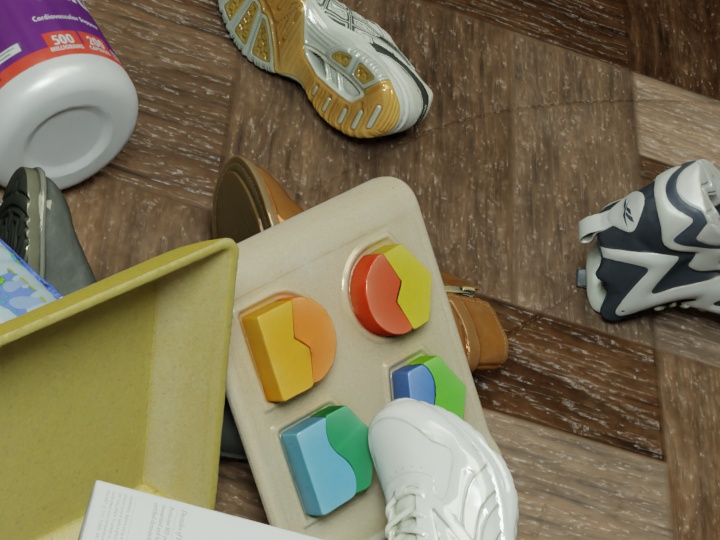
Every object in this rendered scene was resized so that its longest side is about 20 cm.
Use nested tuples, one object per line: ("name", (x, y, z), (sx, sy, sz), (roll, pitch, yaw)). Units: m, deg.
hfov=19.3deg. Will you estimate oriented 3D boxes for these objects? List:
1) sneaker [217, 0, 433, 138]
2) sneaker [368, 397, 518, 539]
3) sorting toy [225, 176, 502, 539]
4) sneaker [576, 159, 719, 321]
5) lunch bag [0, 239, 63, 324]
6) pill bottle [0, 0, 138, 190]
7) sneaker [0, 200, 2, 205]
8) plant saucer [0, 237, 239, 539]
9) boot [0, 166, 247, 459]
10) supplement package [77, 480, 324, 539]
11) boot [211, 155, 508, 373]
("sneaker", (-0.027, -0.170, 1.591), (0.200, 0.076, 0.088), (49, 29, 20))
("sneaker", (0.045, 0.166, 1.215), (0.099, 0.078, 0.201), (-9, 65, -41))
("sorting toy", (-0.002, 0.061, 1.283), (0.185, 0.036, 0.201), (-27, 100, -39))
("sneaker", (0.227, 0.001, 1.532), (0.199, 0.129, 0.080), (36, 45, -50))
("lunch bag", (-0.277, 0.035, 1.154), (0.200, 0.128, 0.170), (-38, 69, -23))
("pill bottle", (-0.235, -0.154, 1.412), (0.112, 0.113, 0.200), (-9, 51, -35))
("sneaker", (-0.275, -0.032, 1.287), (0.199, 0.080, 0.074), (17, 42, -9))
("plant saucer", (-0.157, 0.089, 1.144), (0.048, 0.201, 0.200), (27, 35, 32))
("boot", (-0.116, 0.029, 1.266), (0.199, 0.073, 0.183), (-2, 91, -24))
("supplement package", (-0.061, 0.211, 1.083), (0.199, 0.122, 0.120), (15, 38, -6))
("boot", (0.000, 0.000, 1.407), (0.155, 0.077, 0.200), (-5, 43, -38))
